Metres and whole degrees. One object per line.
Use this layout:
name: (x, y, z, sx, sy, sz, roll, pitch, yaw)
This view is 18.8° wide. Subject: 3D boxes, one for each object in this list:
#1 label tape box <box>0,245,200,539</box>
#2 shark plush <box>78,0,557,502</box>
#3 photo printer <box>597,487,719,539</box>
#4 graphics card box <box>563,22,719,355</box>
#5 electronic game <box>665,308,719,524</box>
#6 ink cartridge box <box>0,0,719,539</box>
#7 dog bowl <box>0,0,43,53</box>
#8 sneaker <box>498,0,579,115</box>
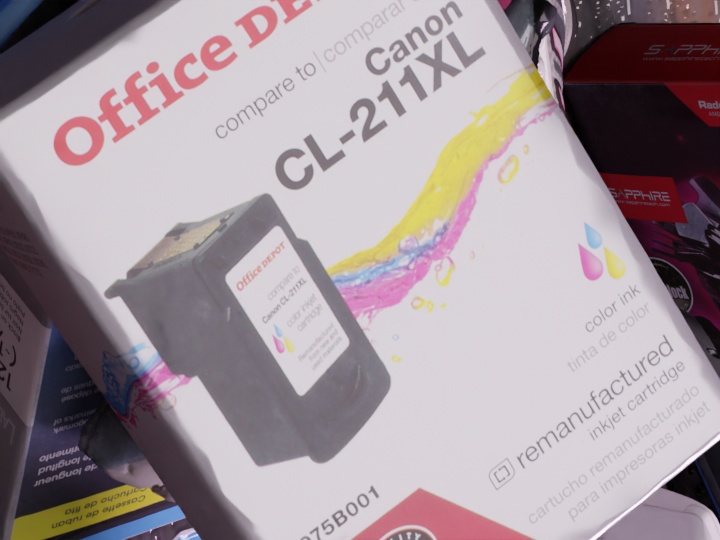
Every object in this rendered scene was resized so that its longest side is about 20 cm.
label tape box: (-0.068, 0.019, 0.755, 0.143, 0.066, 0.200, -16, 140, -35)
shark plush: (0.000, 0.000, 0.691, 0.083, 0.091, 0.200, 35, 107, -26)
photo printer: (0.077, 0.153, 0.824, 0.070, 0.166, 0.200, -58, 141, -30)
graphics card box: (0.172, -0.006, 0.909, 0.051, 0.125, 0.201, -41, 121, -33)
electronic game: (0.147, 0.100, 0.876, 0.041, 0.200, 0.201, -23, 115, 3)
ink cartridge box: (-0.008, 0.000, 0.625, 0.146, 0.083, 0.200, -36, 106, -12)
dog bowl: (-0.125, -0.124, 0.661, 0.111, 0.050, 0.200, 43, 93, -18)
sneaker: (0.046, -0.057, 0.785, 0.087, 0.073, 0.201, -57, 146, -64)
